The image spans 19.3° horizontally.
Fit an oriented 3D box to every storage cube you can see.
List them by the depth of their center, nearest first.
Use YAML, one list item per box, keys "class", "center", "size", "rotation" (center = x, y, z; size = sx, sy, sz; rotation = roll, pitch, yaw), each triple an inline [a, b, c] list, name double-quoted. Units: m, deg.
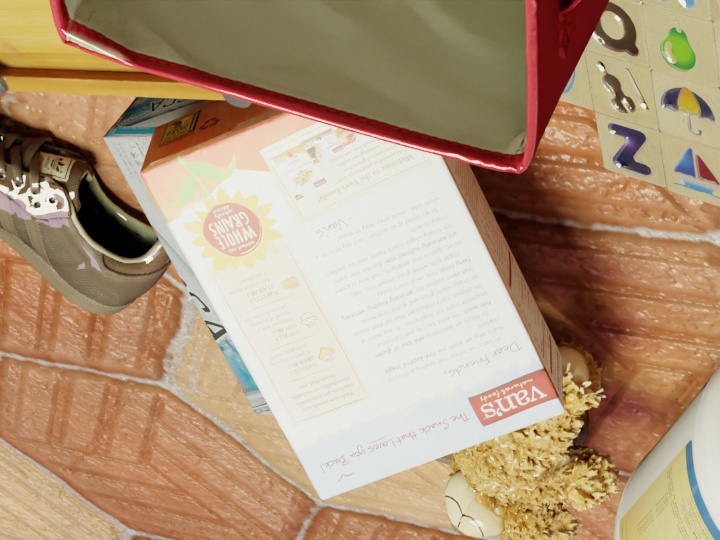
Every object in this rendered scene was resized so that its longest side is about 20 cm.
- class: "storage cube"
  center: [0.007, -0.169, 0.697]
  size: [0.200, 0.180, 0.171]
  rotation: [16, 143, 15]

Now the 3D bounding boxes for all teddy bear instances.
- class: "teddy bear"
  center: [0.076, 0.091, 1.156]
  size: [0.145, 0.067, 0.200]
  rotation: [29, 151, -1]

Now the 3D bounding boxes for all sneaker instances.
- class: "sneaker"
  center: [-0.192, -0.055, 1.207]
  size: [0.200, 0.071, 0.076]
  rotation: [34, 132, -22]

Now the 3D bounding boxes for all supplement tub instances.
- class: "supplement tub"
  center: [0.214, 0.127, 1.084]
  size: [0.144, 0.145, 0.200]
  rotation: [25, 152, 1]

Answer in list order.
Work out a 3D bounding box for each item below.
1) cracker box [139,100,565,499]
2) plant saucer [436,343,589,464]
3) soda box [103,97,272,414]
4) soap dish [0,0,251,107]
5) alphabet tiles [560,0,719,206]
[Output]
- class: "cracker box"
  center: [0.000, 0.000, 1.021]
  size: [0.134, 0.058, 0.200]
  rotation: [-21, 114, 14]
- class: "plant saucer"
  center: [0.040, 0.052, 1.219]
  size: [0.200, 0.030, 0.200]
  rotation: [19, 152, 11]
- class: "soda box"
  center: [-0.054, -0.013, 1.112]
  size: [0.068, 0.064, 0.200]
  rotation: [2, 132, 36]
- class: "soap dish"
  center: [-0.124, -0.147, 0.961]
  size: [0.200, 0.081, 0.157]
  rotation: [5, 145, 31]
- class: "alphabet tiles"
  center: [0.127, -0.105, 0.847]
  size: [0.166, 0.006, 0.200]
  rotation: [21, 142, 35]
